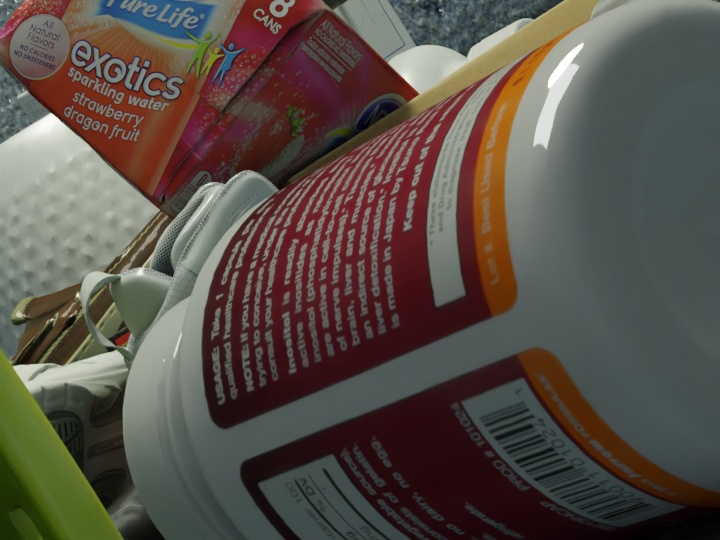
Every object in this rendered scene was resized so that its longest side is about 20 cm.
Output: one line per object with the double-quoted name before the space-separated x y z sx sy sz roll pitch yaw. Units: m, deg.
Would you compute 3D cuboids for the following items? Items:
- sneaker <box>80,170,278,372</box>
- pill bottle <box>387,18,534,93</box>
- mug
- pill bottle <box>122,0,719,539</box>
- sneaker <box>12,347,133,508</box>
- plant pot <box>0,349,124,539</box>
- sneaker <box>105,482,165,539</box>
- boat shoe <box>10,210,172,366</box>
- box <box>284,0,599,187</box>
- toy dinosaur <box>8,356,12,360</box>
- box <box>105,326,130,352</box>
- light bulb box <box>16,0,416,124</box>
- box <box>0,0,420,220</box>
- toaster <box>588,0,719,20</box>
"sneaker" 0.006 0.005 0.953 0.199 0.115 0.075 -32 6 -12
"pill bottle" 0.018 -0.041 1.397 0.199 0.111 0.111 -29 5 26
"mug" -0.142 0.008 1.512 0.200 0.176 0.147 -26 6 47
"pill bottle" 0.028 0.018 0.691 0.113 0.113 0.200 -35 6 -39
"sneaker" -0.121 0.060 1.069 0.099 0.078 0.200 7 2 27
"plant pot" -0.187 0.096 0.798 0.199 0.200 0.181 -33 -1 -17
"sneaker" -0.040 0.042 1.014 0.200 0.090 0.070 -32 5 -15
"boat shoe" -0.133 0.033 1.336 0.203 0.075 0.075 -54 -22 4
"box" 0.044 -0.028 1.135 0.200 0.021 0.164 -33 -29 -27
"toy dinosaur" -0.145 0.072 1.395 0.199 0.088 0.047 -30 -13 12
"box" 0.000 0.000 1.280 0.199 0.040 0.137 -30 -14 23
"light bulb box" -0.056 -0.066 1.594 0.125 0.201 0.198 -36 7 -36
"box" -0.043 -0.063 1.089 0.096 0.100 0.200 -49 -23 2
"toaster" 0.172 -0.096 0.982 0.200 0.114 0.129 -36 4 -34
